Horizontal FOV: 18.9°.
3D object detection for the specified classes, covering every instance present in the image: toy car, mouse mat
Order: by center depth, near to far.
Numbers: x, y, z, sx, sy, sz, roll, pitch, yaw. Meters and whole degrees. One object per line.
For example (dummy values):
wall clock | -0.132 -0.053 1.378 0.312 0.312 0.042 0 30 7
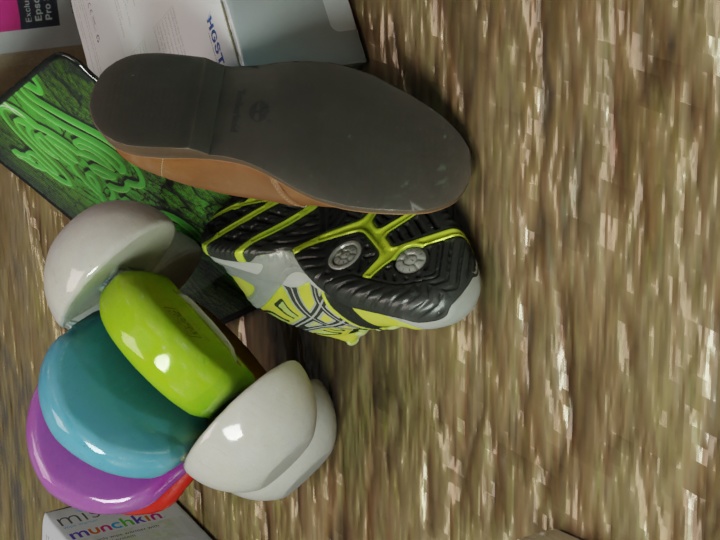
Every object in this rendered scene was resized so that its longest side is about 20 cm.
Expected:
toy car | -0.117 0.069 1.199 0.175 0.150 0.200 48 179 10
mouse mat | -0.129 -0.041 1.263 0.200 0.008 0.161 41 150 -15

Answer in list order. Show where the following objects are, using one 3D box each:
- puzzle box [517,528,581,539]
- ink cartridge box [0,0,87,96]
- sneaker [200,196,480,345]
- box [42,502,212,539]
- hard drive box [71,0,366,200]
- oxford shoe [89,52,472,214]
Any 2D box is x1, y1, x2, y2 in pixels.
puzzle box | 0.138 0.207 0.981 0.200 0.025 0.134 17 113 59
ink cartridge box | -0.239 -0.209 1.391 0.075 0.163 0.202 -1 99 61
sneaker | 0.000 0.000 1.139 0.199 0.075 0.077 17 149 52
box | -0.140 0.277 1.441 0.176 0.096 0.202 34 129 54
hard drive box | -0.090 -0.147 1.228 0.200 0.076 0.157 -34 70 60
oxford shoe | -0.035 -0.064 1.104 0.071 0.198 0.072 65 -139 -66
